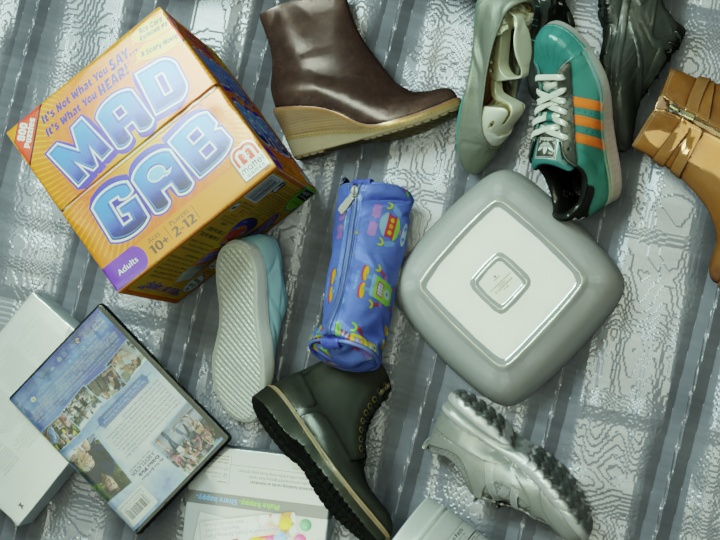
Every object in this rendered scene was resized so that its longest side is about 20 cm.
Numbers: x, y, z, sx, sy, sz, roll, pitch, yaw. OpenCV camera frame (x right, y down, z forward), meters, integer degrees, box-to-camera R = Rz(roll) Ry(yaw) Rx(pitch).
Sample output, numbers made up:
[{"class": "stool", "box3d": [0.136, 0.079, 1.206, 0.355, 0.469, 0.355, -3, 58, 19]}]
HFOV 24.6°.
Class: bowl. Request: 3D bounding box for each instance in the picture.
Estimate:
[{"class": "bowl", "box3d": [0.145, 0.016, 1.682, 0.200, 0.075, 0.200, 45, 96, 10]}]

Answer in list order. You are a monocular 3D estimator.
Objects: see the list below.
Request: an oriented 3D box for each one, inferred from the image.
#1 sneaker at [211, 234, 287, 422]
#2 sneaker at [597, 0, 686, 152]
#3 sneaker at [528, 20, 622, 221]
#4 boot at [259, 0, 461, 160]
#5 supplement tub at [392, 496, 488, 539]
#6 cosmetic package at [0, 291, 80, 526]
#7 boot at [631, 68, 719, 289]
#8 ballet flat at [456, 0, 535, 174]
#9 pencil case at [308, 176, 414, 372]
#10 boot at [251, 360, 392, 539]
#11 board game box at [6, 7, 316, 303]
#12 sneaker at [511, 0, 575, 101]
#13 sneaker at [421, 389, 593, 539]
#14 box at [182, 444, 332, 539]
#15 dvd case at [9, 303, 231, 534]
[{"class": "sneaker", "box3d": [-0.104, 0.059, 1.725, 0.073, 0.082, 0.202, 17, 114, 30]}, {"class": "sneaker", "box3d": [0.284, -0.220, 1.677, 0.090, 0.076, 0.202, 5, 91, 0]}, {"class": "sneaker", "box3d": [0.203, -0.143, 1.635, 0.071, 0.080, 0.201, 6, 121, 48]}, {"class": "boot", "box3d": [-0.003, -0.215, 1.721, 0.198, 0.072, 0.168, -12, 86, 12]}, {"class": "supplement tub", "box3d": [0.109, 0.336, 1.638, 0.199, 0.132, 0.132, 36, 92, 10]}, {"class": "cosmetic package", "box3d": [-0.351, 0.148, 1.767, 0.151, 0.052, 0.200, 41, 93, 11]}, {"class": "boot", "box3d": [0.343, -0.095, 1.646, 0.154, 0.077, 0.201, 24, 85, 3]}, {"class": "ballet flat", "box3d": [0.139, -0.187, 1.666, 0.063, 0.067, 0.202, 24, 118, 41]}, {"class": "pencil case", "box3d": [0.000, 0.000, 1.678, 0.078, 0.087, 0.202, -4, 65, 35]}, {"class": "boot", "box3d": [0.002, 0.168, 1.675, 0.138, 0.078, 0.200, -33, 76, -21]}, {"class": "board game box", "box3d": [-0.196, -0.109, 1.682, 0.199, 0.200, 0.200, -38, 81, 5]}, {"class": "sneaker", "box3d": [0.175, -0.270, 1.707, 0.079, 0.075, 0.202, -5, 89, 34]}, {"class": "sneaker", "box3d": [0.151, 0.212, 1.679, 0.200, 0.075, 0.082, 42, 108, 16]}, {"class": "box", "box3d": [-0.109, 0.288, 1.724, 0.154, 0.041, 0.202, 6, 88, 10]}, {"class": "dvd case", "box3d": [-0.250, 0.154, 1.720, 0.143, 0.018, 0.200, -45, 84, 3]}]
